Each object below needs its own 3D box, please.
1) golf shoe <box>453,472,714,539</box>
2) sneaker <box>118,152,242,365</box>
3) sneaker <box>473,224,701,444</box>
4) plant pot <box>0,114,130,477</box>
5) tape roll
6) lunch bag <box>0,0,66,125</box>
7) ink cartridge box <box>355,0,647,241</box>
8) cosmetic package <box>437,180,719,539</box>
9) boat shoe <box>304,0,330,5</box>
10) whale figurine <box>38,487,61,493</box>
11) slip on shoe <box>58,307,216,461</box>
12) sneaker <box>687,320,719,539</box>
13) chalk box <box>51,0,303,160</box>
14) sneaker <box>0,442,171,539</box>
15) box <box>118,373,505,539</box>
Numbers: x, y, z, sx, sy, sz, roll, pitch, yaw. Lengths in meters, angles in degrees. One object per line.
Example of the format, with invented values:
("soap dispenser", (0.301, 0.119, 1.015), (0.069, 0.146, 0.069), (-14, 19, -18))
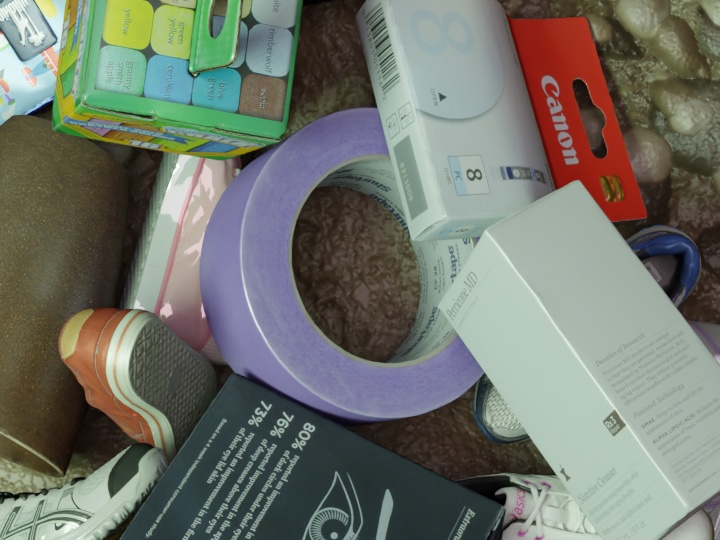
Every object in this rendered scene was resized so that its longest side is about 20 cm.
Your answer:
("golf shoe", (0.126, 0.170, 0.942), (0.198, 0.092, 0.073), (-5, 65, 28))
("sneaker", (-0.096, -0.029, 1.009), (0.104, 0.075, 0.202), (18, 77, -16))
("sneaker", (0.154, 0.040, 0.993), (0.200, 0.085, 0.077), (-45, 87, -1))
("plant pot", (-0.236, 0.006, 0.965), (0.186, 0.187, 0.201), (24, 73, 2))
("tape roll", (0.000, 0.000, 0.959), (0.198, 0.085, 0.202), (4, 80, -24))
("lunch bag", (-0.239, -0.199, 0.998), (0.150, 0.094, 0.201), (-30, 93, 15))
("ink cartridge box", (0.105, -0.107, 0.961), (0.199, 0.047, 0.161), (-6, 73, -30))
("cosmetic package", (0.143, 0.061, 0.875), (0.081, 0.113, 0.200), (-29, 72, -25))
("boat shoe", (-0.073, -0.218, 1.014), (0.198, 0.074, 0.067), (-7, 92, 0))
("whale figurine", (-0.192, 0.249, 0.973), (0.158, 0.104, 0.202), (-10, 89, -1))
("slip on shoe", (-0.140, 0.076, 0.944), (0.061, 0.200, 0.075), (14, 69, 17))
("sneaker", (0.218, 0.124, 0.996), (0.087, 0.081, 0.202), (16, 80, 5))
("chalk box", (-0.108, -0.142, 0.867), (0.123, 0.200, 0.126), (8, 86, -17))
("sneaker", (-0.210, 0.160, 0.892), (0.200, 0.076, 0.088), (-39, 79, -5))
("box", (-0.032, 0.182, 0.899), (0.199, 0.105, 0.148), (26, 54, 11))
